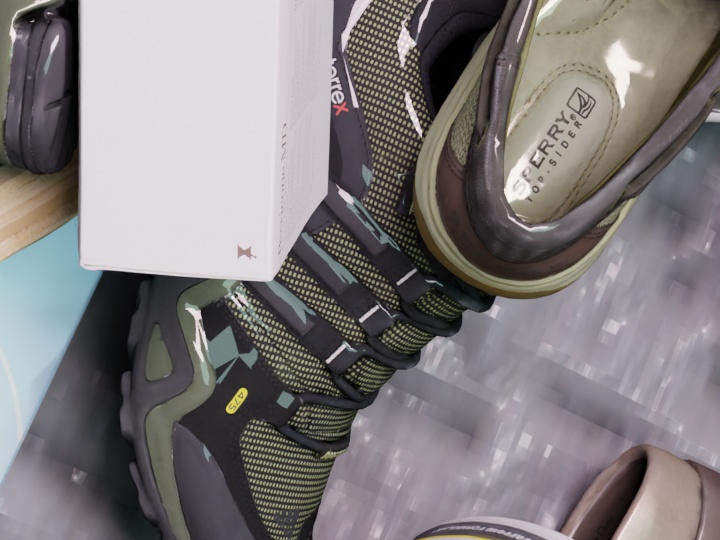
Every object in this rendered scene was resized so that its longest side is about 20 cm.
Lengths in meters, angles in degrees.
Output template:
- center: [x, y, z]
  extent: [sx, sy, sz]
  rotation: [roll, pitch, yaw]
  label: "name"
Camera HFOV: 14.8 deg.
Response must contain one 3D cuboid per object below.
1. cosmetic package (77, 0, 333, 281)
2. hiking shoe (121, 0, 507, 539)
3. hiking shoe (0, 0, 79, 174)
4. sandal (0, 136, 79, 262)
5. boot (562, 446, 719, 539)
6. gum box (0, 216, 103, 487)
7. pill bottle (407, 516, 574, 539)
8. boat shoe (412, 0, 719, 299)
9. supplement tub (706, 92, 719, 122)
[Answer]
- center: [-0.034, -0.105, 0.638]
  extent: [0.050, 0.083, 0.201]
  rotation: [4, 106, 6]
  label: "cosmetic package"
- center: [0.000, 0.000, 0.736]
  extent: [0.100, 0.076, 0.201]
  rotation: [12, 101, 19]
  label: "hiking shoe"
- center: [-0.124, -0.112, 0.673]
  extent: [0.100, 0.076, 0.201]
  rotation: [-6, 59, -9]
  label: "hiking shoe"
- center: [-0.132, 0.040, 0.662]
  extent: [0.211, 0.078, 0.070]
  rotation: [-33, 100, -24]
  label: "sandal"
- center: [0.132, 0.104, 0.841]
  extent: [0.146, 0.070, 0.200]
  rotation: [42, 73, -16]
  label: "boot"
- center: [-0.174, 0.029, 0.709]
  extent: [0.170, 0.045, 0.201]
  rotation: [27, 82, -24]
  label: "gum box"
- center: [-0.005, 0.150, 0.701]
  extent: [0.200, 0.112, 0.112]
  rotation: [-31, 109, -48]
  label: "pill bottle"
- center: [0.080, -0.085, 0.679]
  extent: [0.072, 0.066, 0.201]
  rotation: [30, 83, -9]
  label: "boat shoe"
- center: [0.098, -0.142, 0.779]
  extent: [0.122, 0.122, 0.201]
  rotation: [-1, 95, -25]
  label: "supplement tub"
